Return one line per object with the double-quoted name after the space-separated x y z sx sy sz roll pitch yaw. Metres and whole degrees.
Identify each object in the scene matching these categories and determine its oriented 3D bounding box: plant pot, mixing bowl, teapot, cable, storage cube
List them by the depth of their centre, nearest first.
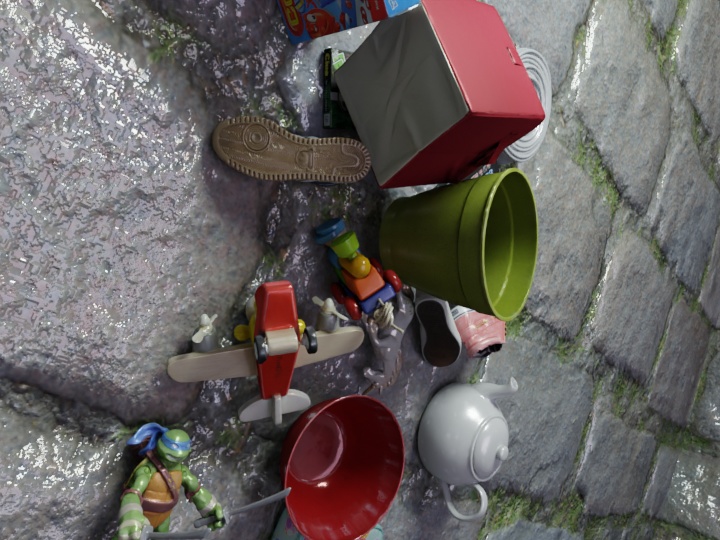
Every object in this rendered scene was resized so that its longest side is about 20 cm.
0.102 -0.228 0.702 0.177 0.170 0.205 -12 76 -43 "storage cube"
-0.042 0.273 0.783 0.195 0.107 0.207 -1 92 -32 "mixing bowl"
0.135 -0.040 0.788 0.198 0.189 0.207 -8 100 -51 "plant pot"
0.283 -0.301 0.994 0.201 0.068 0.202 -51 127 -22 "cable"
0.209 0.320 1.004 0.196 0.144 0.205 -34 120 -31 "teapot"

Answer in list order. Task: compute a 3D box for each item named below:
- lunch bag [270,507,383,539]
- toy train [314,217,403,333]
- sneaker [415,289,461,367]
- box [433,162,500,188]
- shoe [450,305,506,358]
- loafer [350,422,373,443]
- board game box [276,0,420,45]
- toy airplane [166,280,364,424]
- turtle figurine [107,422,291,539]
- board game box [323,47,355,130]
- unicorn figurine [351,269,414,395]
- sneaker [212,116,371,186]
-0.057 0.453 0.838 0.198 0.076 0.164 30 78 -41 "lunch bag"
0.000 0.000 0.720 0.083 0.200 0.118 -32 112 -8 "toy train"
0.136 0.086 0.943 0.086 0.070 0.203 -87 167 -45 "sneaker"
0.195 -0.080 0.974 0.199 0.049 0.202 -41 123 -27 "box"
0.244 0.109 1.010 0.197 0.072 0.093 -2 57 -45 "shoe"
0.023 0.313 0.890 0.071 0.062 0.205 -31 118 -33 "loafer"
-0.042 -0.377 0.603 0.055 0.193 0.204 -35 120 -29 "board game box"
-0.115 0.098 0.693 0.197 0.143 0.199 -37 141 15 "toy airplane"
-0.216 0.298 0.602 0.197 0.144 0.197 31 98 2 "turtle figurine"
0.027 -0.261 0.805 0.196 0.023 0.108 -9 107 -40 "board game box"
0.039 0.097 0.852 0.202 0.073 0.138 -54 128 -20 "unicorn figurine"
-0.090 -0.149 0.701 0.194 0.108 0.072 7 98 -11 "sneaker"
